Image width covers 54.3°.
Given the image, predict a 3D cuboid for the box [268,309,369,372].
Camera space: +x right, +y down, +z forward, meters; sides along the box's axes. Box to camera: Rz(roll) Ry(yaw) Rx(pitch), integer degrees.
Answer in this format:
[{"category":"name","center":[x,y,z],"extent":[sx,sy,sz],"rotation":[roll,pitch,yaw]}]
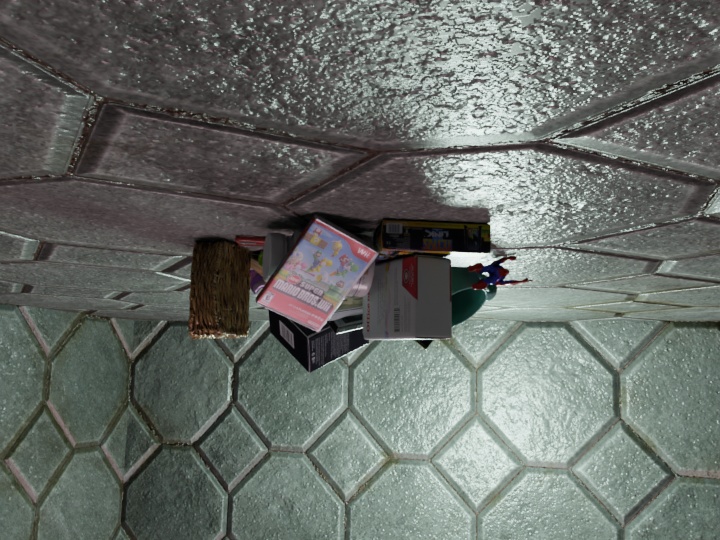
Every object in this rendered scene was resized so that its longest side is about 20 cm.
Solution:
[{"category":"box","center":[-0.108,0.129,1.819],"extent":[0.194,0.126,0.199],"rotation":[-23,-138,-29]}]

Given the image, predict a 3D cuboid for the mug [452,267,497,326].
[{"category":"mug","center":[0.207,0.045,1.614],"extent":[0.152,0.115,0.184],"rotation":[-43,145,22]}]

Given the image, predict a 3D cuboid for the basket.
[{"category":"basket","center":[-0.329,0.044,1.493],"extent":[0.146,0.204,0.142],"rotation":[-2,172,24]}]

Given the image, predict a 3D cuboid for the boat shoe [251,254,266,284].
[{"category":"boat shoe","center":[-0.184,0.029,1.594],"extent":[0.198,0.070,0.073],"rotation":[29,-165,23]}]

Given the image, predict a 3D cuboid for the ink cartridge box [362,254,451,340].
[{"category":"ink cartridge box","center":[0.084,0.056,1.328],"extent":[0.081,0.149,0.199],"rotation":[3,173,-27]}]

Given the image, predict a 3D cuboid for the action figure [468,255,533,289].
[{"category":"action figure","center":[0.316,0.004,1.556],"extent":[0.097,0.067,0.199],"rotation":[-12,177,26]}]

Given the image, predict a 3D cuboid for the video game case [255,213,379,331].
[{"category":"video game case","center":[-0.078,0.010,1.261],"extent":[0.142,0.201,0.018],"rotation":[27,-157,-27]}]

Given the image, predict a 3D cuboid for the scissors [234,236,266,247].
[{"category":"scissors","center":[-0.163,-0.061,1.429],"extent":[0.196,0.014,0.073],"rotation":[-1,169,12]}]

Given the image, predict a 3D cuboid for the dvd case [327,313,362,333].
[{"category":"dvd case","center":[-0.020,0.076,1.650],"extent":[0.198,0.025,0.150],"rotation":[-9,-135,-41]}]

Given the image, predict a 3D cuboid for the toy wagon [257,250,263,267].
[{"category":"toy wagon","center":[-0.125,0.002,1.517],"extent":[0.198,0.040,0.155],"rotation":[24,-170,23]}]

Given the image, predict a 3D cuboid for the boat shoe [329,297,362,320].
[{"category":"boat shoe","center":[-0.024,0.061,1.578],"extent":[0.072,0.063,0.199],"rotation":[37,-152,20]}]

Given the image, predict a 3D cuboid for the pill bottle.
[{"category":"pill bottle","center":[-0.081,-0.016,1.327],"extent":[0.196,0.122,0.120],"rotation":[5,171,-17]}]

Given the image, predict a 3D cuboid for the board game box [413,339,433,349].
[{"category":"board game box","center":[0.119,0.094,1.752],"extent":[0.199,0.105,0.023],"rotation":[40,175,16]}]

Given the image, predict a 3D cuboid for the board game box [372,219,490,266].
[{"category":"board game box","center":[0.126,-0.047,1.309],"extent":[0.196,0.058,0.165],"rotation":[2,170,-5]}]

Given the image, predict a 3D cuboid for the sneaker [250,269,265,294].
[{"category":"sneaker","center":[-0.190,0.025,1.744],"extent":[0.196,0.090,0.080],"rotation":[2,171,-10]}]
